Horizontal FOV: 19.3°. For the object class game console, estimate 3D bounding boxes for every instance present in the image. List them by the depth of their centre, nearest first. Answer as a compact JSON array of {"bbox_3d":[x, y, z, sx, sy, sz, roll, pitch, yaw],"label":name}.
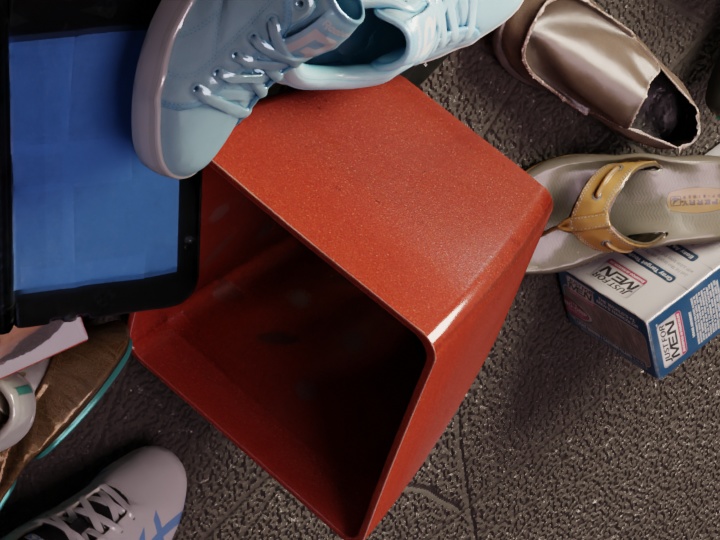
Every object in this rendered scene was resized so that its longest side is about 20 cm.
[{"bbox_3d":[-0.155,-0.035,1.060,0.173,0.117,0.202,-70,166,-58],"label":"game console"}]

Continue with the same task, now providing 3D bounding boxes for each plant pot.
[{"bbox_3d":[0.000,0.000,1.266,0.176,0.199,0.201,-39,159,-37],"label":"plant pot"}]

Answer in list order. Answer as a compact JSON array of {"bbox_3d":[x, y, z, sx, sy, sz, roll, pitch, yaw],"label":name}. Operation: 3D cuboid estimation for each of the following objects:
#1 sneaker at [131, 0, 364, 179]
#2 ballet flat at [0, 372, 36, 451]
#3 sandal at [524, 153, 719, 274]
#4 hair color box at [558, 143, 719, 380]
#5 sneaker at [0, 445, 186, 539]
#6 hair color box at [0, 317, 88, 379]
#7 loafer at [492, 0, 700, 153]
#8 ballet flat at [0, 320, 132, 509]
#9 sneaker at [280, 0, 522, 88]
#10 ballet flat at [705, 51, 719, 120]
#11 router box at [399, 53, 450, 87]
[{"bbox_3d":[-0.045,-0.125,1.049,0.074,0.082,0.201,8,113,-52],"label":"sneaker"},{"bbox_3d":[-0.274,0.110,1.184,0.199,0.070,0.070,-29,128,-9],"label":"ballet flat"},{"bbox_3d":[0.184,-0.039,1.464,0.198,0.055,0.083,-3,100,-5],"label":"sandal"},{"bbox_3d":[0.250,-0.017,1.540,0.199,0.100,0.061,-35,132,-20],"label":"hair color box"},{"bbox_3d":[-0.176,0.172,1.288,0.200,0.072,0.073,-41,162,-34],"label":"sneaker"},{"bbox_3d":[-0.260,0.026,1.157,0.199,0.061,0.102,-26,126,-14],"label":"hair color box"},{"bbox_3d":[0.169,-0.138,1.435,0.199,0.071,0.074,23,97,-43],"label":"loafer"},{"bbox_3d":[-0.220,0.096,1.256,0.072,0.068,0.200,40,88,-24],"label":"ballet flat"},{"bbox_3d":[0.024,-0.140,1.226,0.199,0.082,0.075,-19,125,-25],"label":"sneaker"},{"bbox_3d":[0.311,-0.184,1.536,0.200,0.068,0.069,-38,121,-31],"label":"ballet flat"},{"bbox_3d":[0.018,-0.223,1.282,0.149,0.051,0.200,-45,130,-12],"label":"router box"}]
